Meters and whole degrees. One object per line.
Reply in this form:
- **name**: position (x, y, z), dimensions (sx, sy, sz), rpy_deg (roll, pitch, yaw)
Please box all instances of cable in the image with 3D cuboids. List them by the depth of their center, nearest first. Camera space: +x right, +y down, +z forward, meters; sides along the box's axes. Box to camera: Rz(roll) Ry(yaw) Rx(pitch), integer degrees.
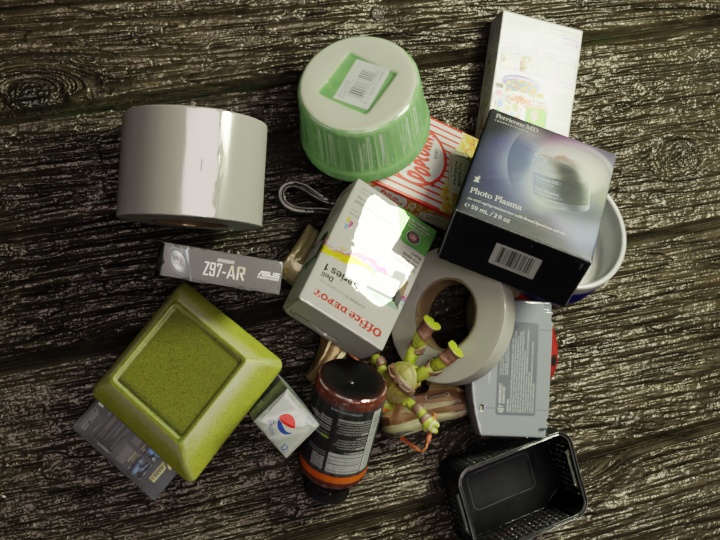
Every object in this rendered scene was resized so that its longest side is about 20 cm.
- **cable**: position (-0.028, -0.094, 1.359), dimensions (0.195, 0.050, 0.100), rpy_deg (-3, 95, -5)

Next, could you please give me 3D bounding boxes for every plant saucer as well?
- **plant saucer**: position (-0.239, 0.139, 1.199), dimensions (0.198, 0.048, 0.201), rpy_deg (35, 78, 17)

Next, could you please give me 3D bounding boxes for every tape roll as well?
- **tape roll**: position (-0.228, -0.134, 1.217), dimensions (0.198, 0.202, 0.143), rpy_deg (4, 88, -14)
- **tape roll**: position (0.133, 0.066, 1.322), dimensions (0.037, 0.200, 0.208), rpy_deg (17, 83, -52)

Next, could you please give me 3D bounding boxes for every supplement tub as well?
- **supplement tub**: position (-0.031, 0.235, 1.282), dimensions (0.104, 0.108, 0.204), rpy_deg (7, 118, -14)

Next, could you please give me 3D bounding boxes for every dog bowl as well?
- **dog bowl**: position (0.306, -0.052, 1.388), dimensions (0.195, 0.079, 0.205), rpy_deg (6, 67, -13)

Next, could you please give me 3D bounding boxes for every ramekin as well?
- **ramekin**: position (0.001, -0.238, 1.283), dimensions (0.195, 0.098, 0.204), rpy_deg (-3, 60, 5)

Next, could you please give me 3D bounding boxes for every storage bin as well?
- **storage bin**: position (0.235, 0.335, 1.385), dimensions (0.196, 0.094, 0.138), rpy_deg (-17, 93, -15)

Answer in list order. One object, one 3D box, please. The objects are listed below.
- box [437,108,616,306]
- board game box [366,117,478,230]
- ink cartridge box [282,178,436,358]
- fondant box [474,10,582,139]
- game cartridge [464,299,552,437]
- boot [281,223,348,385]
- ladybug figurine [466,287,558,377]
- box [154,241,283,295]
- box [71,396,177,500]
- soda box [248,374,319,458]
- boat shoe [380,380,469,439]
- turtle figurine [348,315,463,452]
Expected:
- **box**: position (0.236, -0.093, 1.264), dimensions (0.196, 0.124, 0.201), rpy_deg (20, 57, 4)
- **board game box**: position (0.099, -0.155, 1.359), dimensions (0.196, 0.046, 0.154), rpy_deg (21, 62, -14)
- **ink cartridge box**: position (0.000, 0.000, 1.271), dimensions (0.143, 0.084, 0.203), rpy_deg (31, 69, -12)
- **fondant box**: position (0.268, -0.293, 1.426), dimensions (0.141, 0.058, 0.205), rpy_deg (10, 85, -14)
- **game cartridge**: position (0.221, 0.145, 1.339), dimensions (0.130, 0.040, 0.205), rpy_deg (5, 86, -18)
- **boot**: position (-0.068, 0.051, 1.320), dimensions (0.154, 0.073, 0.203), rpy_deg (32, 79, -12)
- **ladybug figurine**: position (0.246, 0.103, 1.403), dimensions (0.135, 0.072, 0.202), rpy_deg (-36, 98, -13)
- **box**: position (-0.198, -0.001, 1.221), dimensions (0.156, 0.200, 0.045), rpy_deg (9, 87, -14)
- **box**: position (-0.284, 0.195, 1.271), dimensions (0.157, 0.051, 0.201), rpy_deg (42, 79, -9)
- **soda box**: position (-0.113, 0.192, 1.238), dimensions (0.063, 0.200, 0.068), rpy_deg (-43, 99, -7)
- **boat shoe**: position (0.117, 0.193, 1.367), dimensions (0.196, 0.076, 0.076), rpy_deg (-17, 90, -15)
- **turtle figurine**: position (0.063, 0.145, 1.292), dimensions (0.162, 0.201, 0.064), rpy_deg (-50, 145, 16)
